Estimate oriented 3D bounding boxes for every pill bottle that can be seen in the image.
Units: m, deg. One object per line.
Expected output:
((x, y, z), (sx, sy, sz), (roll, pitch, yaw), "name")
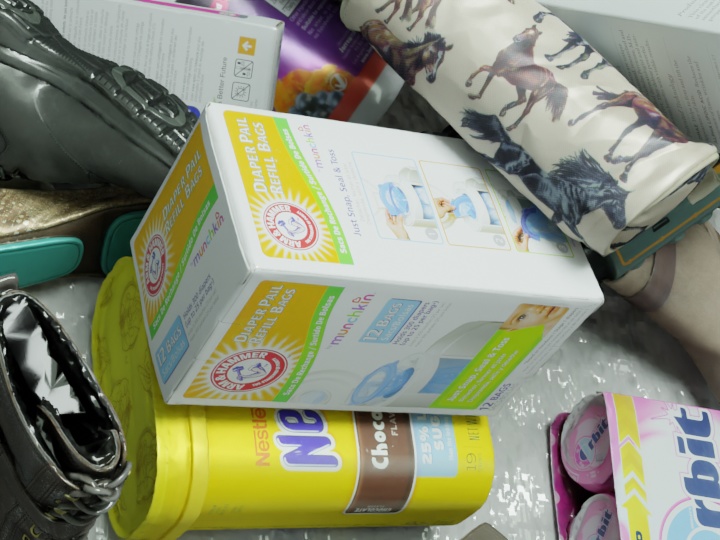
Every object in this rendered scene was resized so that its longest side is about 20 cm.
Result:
((-0.079, -0.138, 0.876), (0.200, 0.111, 0.111), (35, 53, -6), "pill bottle")

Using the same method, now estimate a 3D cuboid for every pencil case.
((0.087, -0.093, 0.735), (0.200, 0.078, 0.089), (44, 52, 12), "pencil case")

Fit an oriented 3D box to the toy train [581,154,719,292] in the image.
((0.169, -0.067, 0.866), (0.200, 0.085, 0.114), (-35, 107, -12), "toy train")

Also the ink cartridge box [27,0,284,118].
((-0.146, -0.107, 0.815), (0.200, 0.095, 0.037), (9, 17, 0), "ink cartridge box")

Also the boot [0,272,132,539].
((-0.141, 0.120, 0.661), (0.069, 0.174, 0.200), (-23, 76, -35), "boot")

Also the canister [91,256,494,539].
((-0.036, 0.071, 0.800), (0.200, 0.087, 0.149), (4, 60, -28), "canister")

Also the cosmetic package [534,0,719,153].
((0.170, -0.133, 0.766), (0.113, 0.200, 0.081), (-39, 123, -18), "cosmetic package")

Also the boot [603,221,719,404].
((0.211, 0.023, 0.944), (0.146, 0.070, 0.200), (24, 39, -39), "boot")

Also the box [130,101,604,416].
((0.000, 0.000, 0.733), (0.200, 0.113, 0.101), (6, 50, -31), "box")

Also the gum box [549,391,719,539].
((0.184, 0.172, 0.872), (0.113, 0.066, 0.200), (12, 59, -23), "gum box")

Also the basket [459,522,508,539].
((0.089, 0.239, 0.739), (0.200, 0.180, 0.136), (49, 13, 13), "basket")

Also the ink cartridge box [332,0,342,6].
((-0.011, -0.213, 0.871), (0.145, 0.200, 0.084), (36, 85, -45), "ink cartridge box")

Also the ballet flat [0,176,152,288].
((-0.154, -0.029, 0.808), (0.200, 0.071, 0.065), (-4, 51, -34), "ballet flat")

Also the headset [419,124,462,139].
((0.090, -0.052, 0.930), (0.200, 0.094, 0.124), (5, 61, -38), "headset")

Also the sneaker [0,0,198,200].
((-0.160, -0.078, 0.771), (0.200, 0.091, 0.076), (34, 13, 5), "sneaker")
